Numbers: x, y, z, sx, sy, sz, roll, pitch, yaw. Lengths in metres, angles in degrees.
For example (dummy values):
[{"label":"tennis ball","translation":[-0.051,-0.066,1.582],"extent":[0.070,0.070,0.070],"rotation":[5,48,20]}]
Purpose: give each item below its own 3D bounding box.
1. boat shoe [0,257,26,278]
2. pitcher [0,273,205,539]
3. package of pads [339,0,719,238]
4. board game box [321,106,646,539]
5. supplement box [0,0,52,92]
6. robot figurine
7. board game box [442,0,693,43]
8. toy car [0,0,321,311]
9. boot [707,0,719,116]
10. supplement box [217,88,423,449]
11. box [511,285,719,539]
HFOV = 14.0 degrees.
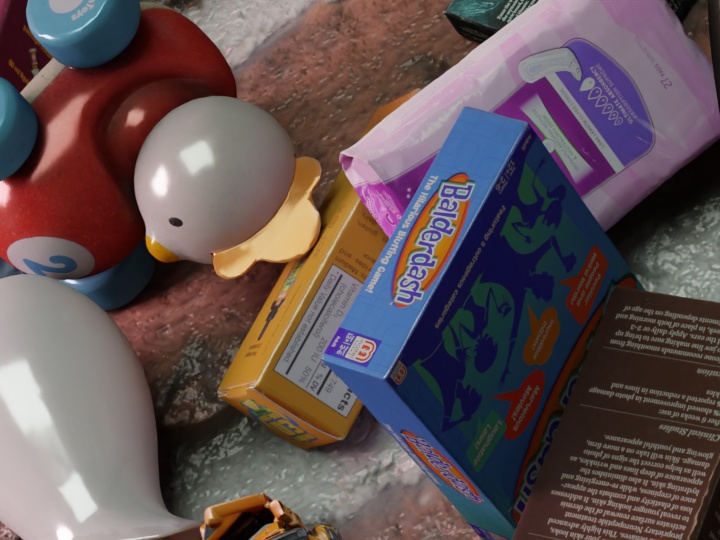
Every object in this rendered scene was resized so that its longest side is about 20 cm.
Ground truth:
[{"label":"boat shoe","translation":[-0.258,0.048,1.766],"extent":[0.084,0.069,0.200],"rotation":[22,72,38]},{"label":"pitcher","translation":[-0.187,0.116,1.650],"extent":[0.171,0.121,0.200],"rotation":[-32,59,4]},{"label":"package of pads","translation":[0.100,-0.074,1.592],"extent":[0.200,0.121,0.076],"rotation":[-38,8,-6]},{"label":"board game box","translation":[0.073,0.035,1.497],"extent":[0.045,0.200,0.152],"rotation":[17,70,36]},{"label":"supplement box","translation":[-0.239,-0.178,1.898],"extent":[0.110,0.086,0.200],"rotation":[-3,58,29]},{"label":"robot figurine","translation":[-0.104,0.175,1.534],"extent":[0.200,0.145,0.058],"rotation":[-27,76,1]},{"label":"board game box","translation":[0.155,-0.206,1.727],"extent":[0.135,0.028,0.200],"rotation":[24,74,39]},{"label":"toy car","translation":[-0.109,-0.047,1.671],"extent":[0.200,0.184,0.177],"rotation":[34,79,38]},{"label":"boot","translation":[0.270,-0.070,1.534],"extent":[0.153,0.073,0.204],"rotation":[-9,78,0]},{"label":"supplement box","translation":[0.000,0.000,1.641],"extent":[0.200,0.069,0.067],"rotation":[-59,14,-17]},{"label":"box","translation":[0.148,0.114,1.486],"extent":[0.100,0.075,0.200],"rotation":[10,63,34]}]
